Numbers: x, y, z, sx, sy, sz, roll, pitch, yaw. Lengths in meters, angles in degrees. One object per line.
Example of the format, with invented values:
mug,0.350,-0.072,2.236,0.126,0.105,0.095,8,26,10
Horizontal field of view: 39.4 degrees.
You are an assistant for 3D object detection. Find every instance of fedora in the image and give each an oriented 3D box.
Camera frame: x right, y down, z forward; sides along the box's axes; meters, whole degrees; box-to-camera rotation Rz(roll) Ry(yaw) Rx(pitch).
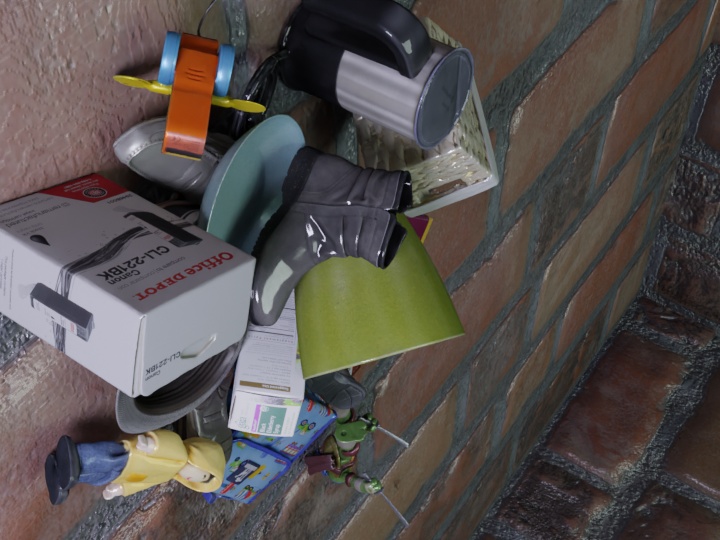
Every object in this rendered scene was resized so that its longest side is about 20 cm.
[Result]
fedora,-0.214,0.075,1.070,0.200,0.090,0.178,-23,135,-53

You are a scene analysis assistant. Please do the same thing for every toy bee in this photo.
toy bee,-0.146,-0.176,0.927,0.200,0.131,0.109,-63,-177,-27

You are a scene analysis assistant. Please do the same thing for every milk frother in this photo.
milk frother,-0.014,-0.190,1.079,0.201,0.188,0.180,-63,156,1

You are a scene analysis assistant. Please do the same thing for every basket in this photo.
basket,0.070,-0.187,1.217,0.123,0.135,0.201,27,47,-63

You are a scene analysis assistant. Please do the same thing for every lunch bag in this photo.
lunch bag,-0.154,0.230,1.366,0.200,0.094,0.150,-52,144,2

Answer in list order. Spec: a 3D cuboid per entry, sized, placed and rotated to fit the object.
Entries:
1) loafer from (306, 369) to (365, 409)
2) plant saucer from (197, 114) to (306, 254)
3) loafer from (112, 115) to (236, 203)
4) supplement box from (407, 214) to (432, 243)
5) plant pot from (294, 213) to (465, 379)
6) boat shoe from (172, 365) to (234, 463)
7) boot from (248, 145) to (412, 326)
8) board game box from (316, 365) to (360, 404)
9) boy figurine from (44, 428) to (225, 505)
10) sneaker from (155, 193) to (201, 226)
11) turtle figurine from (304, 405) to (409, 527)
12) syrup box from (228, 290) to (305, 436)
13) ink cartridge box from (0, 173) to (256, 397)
loafer,-0.062,0.143,1.495,0.072,0.063,0.200,-33,139,10
plant saucer,-0.116,-0.062,1.006,0.201,0.039,0.202,18,90,-72
loafer,-0.164,-0.103,0.992,0.070,0.070,0.200,-34,165,22
supplement box,-0.011,-0.052,1.302,0.200,0.131,0.104,3,112,-64
plant pot,0.000,0.000,1.118,0.187,0.187,0.201,-5,77,-63
boat shoe,-0.200,0.145,1.200,0.074,0.073,0.201,-7,102,-53
boot,-0.031,-0.023,1.017,0.070,0.131,0.201,27,82,-72
board game box,-0.066,0.187,1.583,0.200,0.019,0.103,-48,154,-30
boy figurine,-0.242,0.217,1.105,0.199,0.065,0.124,9,137,-39
sneaker,-0.167,-0.039,1.066,0.200,0.079,0.079,19,90,-70
turtle figurine,0.012,0.285,1.641,0.194,0.199,0.144,86,29,-50
syrup box,-0.104,0.090,1.195,0.079,0.081,0.201,106,-11,-47
ink cartridge box,-0.211,0.006,0.865,0.144,0.199,0.084,-31,142,-51
